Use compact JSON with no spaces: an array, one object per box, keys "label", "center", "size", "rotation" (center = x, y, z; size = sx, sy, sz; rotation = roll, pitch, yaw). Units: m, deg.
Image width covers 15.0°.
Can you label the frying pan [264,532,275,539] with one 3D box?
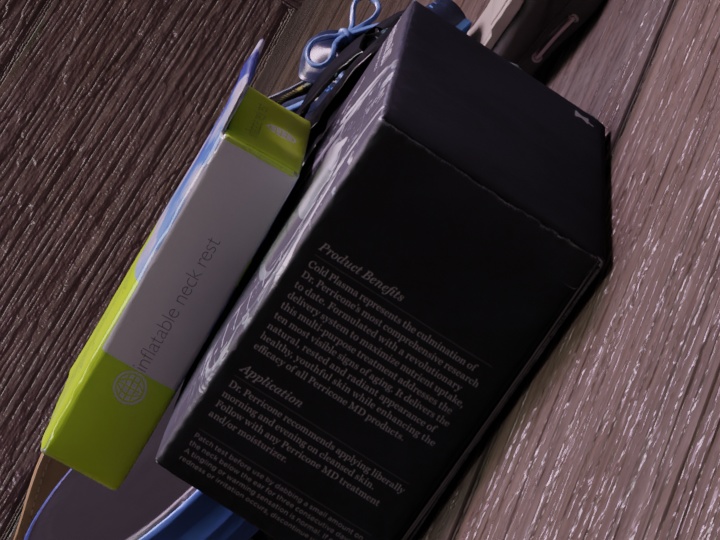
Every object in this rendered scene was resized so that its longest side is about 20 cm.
[{"label":"frying pan","center":[-0.024,0.122,1.459],"size":[0.115,0.031,0.190],"rotation":[-57,4,20]}]

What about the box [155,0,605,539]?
[{"label":"box","center":[0.015,0.008,1.283],"size":[0.197,0.124,0.200],"rotation":[-54,8,19]}]

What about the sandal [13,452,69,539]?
[{"label":"sandal","center":[-0.202,0.171,1.874],"size":[0.213,0.077,0.070],"rotation":[-66,14,-8]}]

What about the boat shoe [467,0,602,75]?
[{"label":"boat shoe","center":[0.089,-0.125,1.649],"size":[0.200,0.057,0.067],"rotation":[123,162,-56]}]

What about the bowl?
[{"label":"bowl","center":[-0.105,0.116,1.493],"size":[0.200,0.039,0.201],"rotation":[-36,19,14]}]

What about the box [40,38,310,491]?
[{"label":"box","center":[-0.082,-0.005,1.310],"size":[0.201,0.047,0.122],"rotation":[-59,7,13]}]

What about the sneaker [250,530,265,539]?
[{"label":"sneaker","center":[-0.104,0.177,1.566],"size":[0.114,0.075,0.200],"rotation":[-55,10,10]}]

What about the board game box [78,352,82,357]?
[{"label":"board game box","center":[-0.093,0.012,1.754],"size":[0.153,0.040,0.200],"rotation":[-36,-1,-21]}]

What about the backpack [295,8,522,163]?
[{"label":"backpack","center":[0.013,-0.039,1.451],"size":[0.200,0.126,0.167],"rotation":[-56,4,26]}]

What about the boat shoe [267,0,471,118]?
[{"label":"boat shoe","center":[-0.014,-0.115,1.677],"size":[0.200,0.069,0.084],"rotation":[-37,0,40]}]
